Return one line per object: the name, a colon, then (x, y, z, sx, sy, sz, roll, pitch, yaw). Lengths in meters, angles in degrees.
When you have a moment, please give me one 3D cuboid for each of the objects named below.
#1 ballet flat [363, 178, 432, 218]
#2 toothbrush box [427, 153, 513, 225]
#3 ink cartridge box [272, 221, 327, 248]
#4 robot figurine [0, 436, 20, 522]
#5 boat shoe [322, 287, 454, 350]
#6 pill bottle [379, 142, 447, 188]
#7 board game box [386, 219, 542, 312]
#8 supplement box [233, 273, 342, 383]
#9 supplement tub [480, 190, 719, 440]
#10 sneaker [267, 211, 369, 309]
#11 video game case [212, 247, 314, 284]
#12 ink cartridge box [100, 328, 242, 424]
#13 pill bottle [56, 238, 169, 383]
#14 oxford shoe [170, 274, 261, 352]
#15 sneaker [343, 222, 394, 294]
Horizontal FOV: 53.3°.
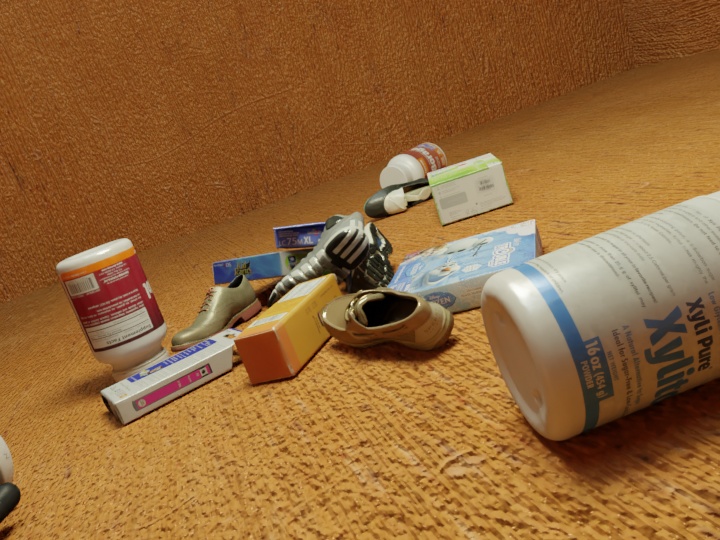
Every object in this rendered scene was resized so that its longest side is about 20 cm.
ballet flat: (0.102, -0.176, 1.700, 0.199, 0.068, 0.068, -27, 23, -28)
toothbrush box: (0.217, -0.169, 1.455, 0.145, 0.086, 0.200, -17, 12, 9)
ink cartridge box: (-0.082, -0.059, 1.234, 0.119, 0.042, 0.200, -5, -1, 0)
robot figurine: (-0.426, 0.223, 0.681, 0.125, 0.150, 0.200, -46, 4, 21)
boat shoe: (0.017, 0.047, 0.833, 0.199, 0.064, 0.072, -3, 58, 48)
pill bottle: (0.138, -0.260, 1.891, 0.112, 0.113, 0.200, -9, 17, 38)
board game box: (0.140, 0.000, 0.954, 0.198, 0.044, 0.200, -15, 14, 17)
supplement box: (-0.083, 0.071, 0.936, 0.069, 0.067, 0.200, -16, 12, 27)
supplement tub: (0.203, 0.032, 0.533, 0.199, 0.132, 0.132, -21, 13, -4)
sneaker: (-0.057, -0.012, 1.075, 0.200, 0.075, 0.116, -40, 23, 25)
video game case: (-0.135, -0.011, 1.289, 0.199, 0.046, 0.181, -6, 0, 44)
ink cartridge box: (-0.241, 0.136, 0.963, 0.200, 0.037, 0.095, -29, 15, -26)
pill bottle: (-0.355, 0.063, 1.056, 0.112, 0.201, 0.113, -18, 12, 4)
oxford shoe: (-0.241, 0.068, 1.155, 0.070, 0.075, 0.200, -12, 15, 30)
sneaker: (0.000, 0.000, 1.128, 0.089, 0.079, 0.200, -39, 13, 19)
